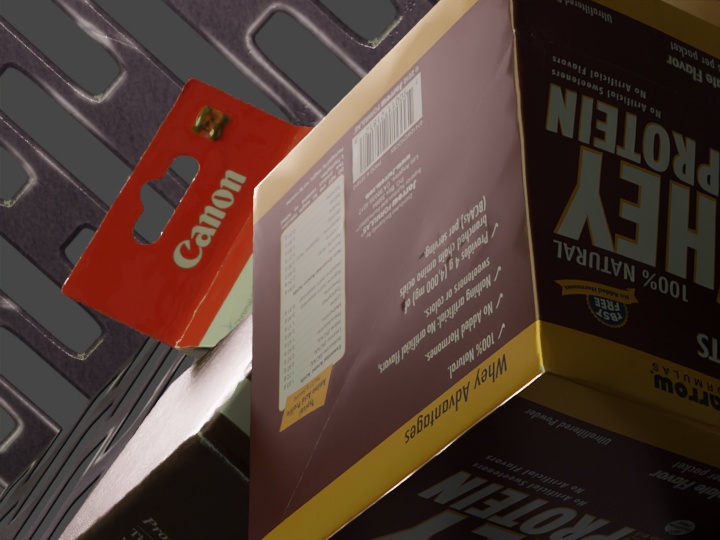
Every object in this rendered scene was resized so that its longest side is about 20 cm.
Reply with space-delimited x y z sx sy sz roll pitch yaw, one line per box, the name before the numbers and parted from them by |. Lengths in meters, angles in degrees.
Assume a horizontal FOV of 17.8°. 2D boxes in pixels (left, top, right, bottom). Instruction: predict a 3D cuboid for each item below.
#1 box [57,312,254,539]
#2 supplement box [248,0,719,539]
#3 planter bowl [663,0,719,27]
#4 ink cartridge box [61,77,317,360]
box | -0.023 0.117 1.067 0.200 0.166 0.165 -41 10 46
supplement box | 0.061 0.019 0.908 0.197 0.132 0.201 -42 39 43
planter bowl | 0.210 -0.159 1.126 0.201 0.199 0.135 -53 -19 -33
ink cartridge box | -0.031 -0.013 1.199 0.163 0.199 0.057 -62 -1 -32
